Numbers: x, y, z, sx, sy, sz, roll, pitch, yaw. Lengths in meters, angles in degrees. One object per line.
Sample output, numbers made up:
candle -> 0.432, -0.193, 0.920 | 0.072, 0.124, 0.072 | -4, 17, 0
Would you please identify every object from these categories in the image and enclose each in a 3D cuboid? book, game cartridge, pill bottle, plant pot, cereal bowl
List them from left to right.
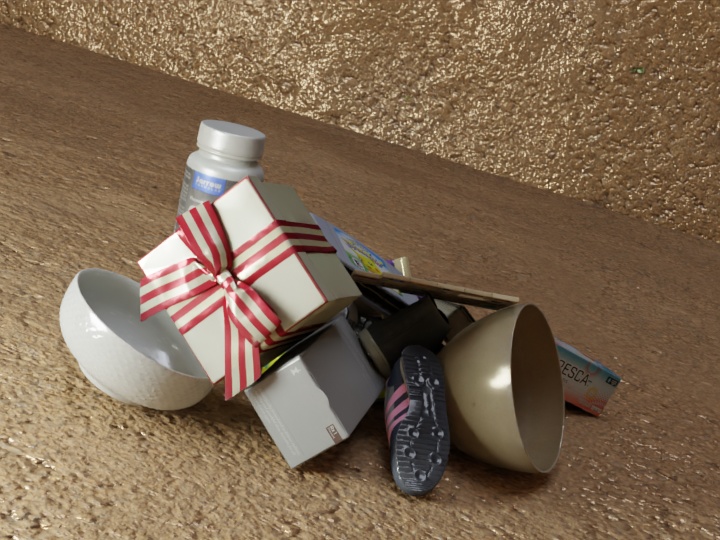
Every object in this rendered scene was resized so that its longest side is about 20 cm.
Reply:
cereal bowl -> -0.254, 0.089, 1.404 | 0.199, 0.084, 0.200 | 34, 13, -9
pill bottle -> -0.200, -0.104, 1.785 | 0.112, 0.203, 0.114 | 12, 15, -3
game cartridge -> 0.000, 0.000, 1.666 | 0.199, 0.041, 0.134 | 33, 12, -30
book -> 0.145, 0.105, 1.712 | 0.134, 0.048, 0.200 | 50, -3, -7
plant pot -> 0.156, 0.148, 1.529 | 0.133, 0.203, 0.200 | -8, 4, 26

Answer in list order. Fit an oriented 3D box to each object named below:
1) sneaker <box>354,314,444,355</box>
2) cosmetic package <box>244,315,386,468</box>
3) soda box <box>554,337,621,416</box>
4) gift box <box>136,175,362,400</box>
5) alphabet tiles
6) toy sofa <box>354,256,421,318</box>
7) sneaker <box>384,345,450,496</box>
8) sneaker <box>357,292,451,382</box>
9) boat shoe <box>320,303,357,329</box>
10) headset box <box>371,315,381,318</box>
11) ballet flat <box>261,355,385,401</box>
sneaker -> 0.064, 0.106, 1.757 | 0.198, 0.077, 0.087 | 23, 11, 24
cosmetic package -> -0.047, 0.134, 1.433 | 0.108, 0.090, 0.200 | 59, 20, -1
soda box -> 0.274, 0.134, 1.779 | 0.199, 0.069, 0.064 | 28, 7, -33
gift box -> -0.128, 0.024, 1.396 | 0.185, 0.200, 0.187 | 51, 11, 9
alphabet tiles -> 0.085, 0.024, 1.538 | 0.197, 0.008, 0.167 | 11, -5, -2
toy sofa -> 0.002, 0.018, 1.787 | 0.097, 0.084, 0.198 | -23, -18, 39
sneaker -> 0.059, 0.187, 1.449 | 0.069, 0.082, 0.202 | 19, 44, -12
sneaker -> 0.071, 0.101, 1.578 | 0.075, 0.105, 0.200 | 58, 0, 22
boat shoe -> -0.075, 0.021, 1.624 | 0.086, 0.075, 0.202 | 32, 12, -29
headset box -> -0.027, 0.017, 1.962 | 0.148, 0.078, 0.199 | 0, 23, -44
ballet flat -> -0.032, 0.125, 1.590 | 0.198, 0.068, 0.067 | 7, 19, -32
